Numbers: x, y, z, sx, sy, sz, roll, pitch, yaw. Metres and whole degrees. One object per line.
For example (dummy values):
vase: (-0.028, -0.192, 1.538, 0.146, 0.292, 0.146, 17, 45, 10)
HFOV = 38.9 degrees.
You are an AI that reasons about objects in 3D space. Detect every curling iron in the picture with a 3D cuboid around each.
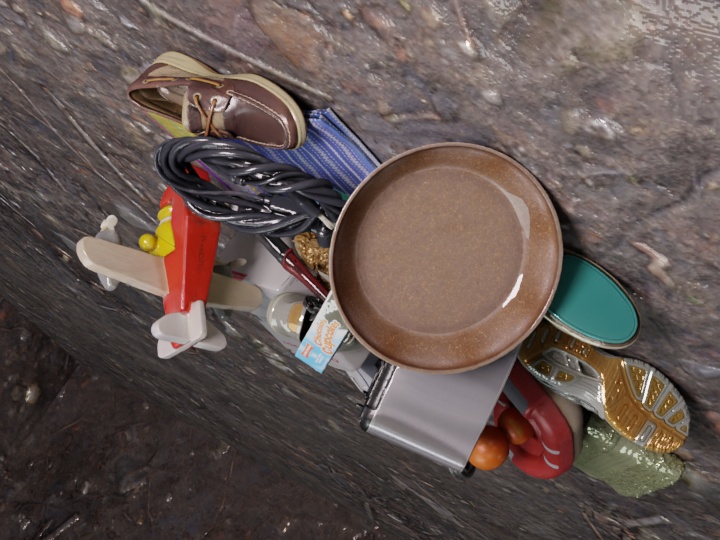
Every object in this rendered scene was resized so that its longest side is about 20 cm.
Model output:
curling iron: (-0.087, -0.010, 1.201, 0.200, 0.026, 0.050, 51, -156, 11)

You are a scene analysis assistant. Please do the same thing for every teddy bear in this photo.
teddy bear: (0.000, 0.000, 1.183, 0.145, 0.067, 0.200, 52, 162, -22)

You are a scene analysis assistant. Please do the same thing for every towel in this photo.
towel: (-0.158, -0.122, 1.132, 0.200, 0.023, 0.144, 43, 172, -26)
towel: (0.316, 0.235, 1.284, 0.148, 0.037, 0.200, 30, 161, 5)
towel: (-0.052, -0.108, 1.041, 0.200, 0.024, 0.145, 7, 149, 52)

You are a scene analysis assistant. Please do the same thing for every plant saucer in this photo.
plant saucer: (0.070, -0.012, 0.865, 0.200, 0.201, 0.037, 38, -173, -16)

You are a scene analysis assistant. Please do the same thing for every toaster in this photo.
toaster: (0.081, 0.088, 1.011, 0.118, 0.181, 0.200, 24, 179, 3)

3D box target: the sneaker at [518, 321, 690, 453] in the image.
sneaker: (0.251, 0.115, 1.063, 0.200, 0.076, 0.088, 35, 177, 3)

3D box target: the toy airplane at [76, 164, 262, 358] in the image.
toy airplane: (-0.213, 0.004, 1.167, 0.141, 0.199, 0.201, -4, 120, 41)

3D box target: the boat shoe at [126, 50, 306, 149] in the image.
boat shoe: (-0.142, -0.152, 0.973, 0.200, 0.072, 0.072, 27, 139, 26)

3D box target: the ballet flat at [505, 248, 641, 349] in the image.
ballet flat: (0.163, 0.006, 0.927, 0.200, 0.070, 0.070, 35, 162, 8)

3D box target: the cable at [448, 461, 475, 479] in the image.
cable: (0.096, 0.144, 1.209, 0.050, 0.097, 0.201, -7, 108, 31)

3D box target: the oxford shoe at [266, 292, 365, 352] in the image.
oxford shoe: (-0.029, 0.068, 1.271, 0.058, 0.076, 0.200, 16, -178, 43)

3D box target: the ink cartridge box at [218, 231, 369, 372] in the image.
ink cartridge box: (-0.082, 0.039, 1.355, 0.145, 0.085, 0.200, 15, 152, 42)

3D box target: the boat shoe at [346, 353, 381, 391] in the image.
boat shoe: (0.020, 0.145, 1.497, 0.065, 0.074, 0.200, 20, 148, 44)

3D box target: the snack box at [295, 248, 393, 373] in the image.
snack box: (0.003, 0.005, 0.993, 0.037, 0.116, 0.200, 33, 141, 2)

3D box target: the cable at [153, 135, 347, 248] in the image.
cable: (-0.111, -0.077, 0.996, 0.199, 0.051, 0.163, 21, 166, -2)

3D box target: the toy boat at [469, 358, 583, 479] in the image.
toy boat: (0.179, 0.183, 1.187, 0.131, 0.130, 0.200, 52, 171, 30)

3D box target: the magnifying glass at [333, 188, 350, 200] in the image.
magnifying glass: (0.019, -0.048, 1.052, 0.199, 0.022, 0.080, 22, 165, 16)
